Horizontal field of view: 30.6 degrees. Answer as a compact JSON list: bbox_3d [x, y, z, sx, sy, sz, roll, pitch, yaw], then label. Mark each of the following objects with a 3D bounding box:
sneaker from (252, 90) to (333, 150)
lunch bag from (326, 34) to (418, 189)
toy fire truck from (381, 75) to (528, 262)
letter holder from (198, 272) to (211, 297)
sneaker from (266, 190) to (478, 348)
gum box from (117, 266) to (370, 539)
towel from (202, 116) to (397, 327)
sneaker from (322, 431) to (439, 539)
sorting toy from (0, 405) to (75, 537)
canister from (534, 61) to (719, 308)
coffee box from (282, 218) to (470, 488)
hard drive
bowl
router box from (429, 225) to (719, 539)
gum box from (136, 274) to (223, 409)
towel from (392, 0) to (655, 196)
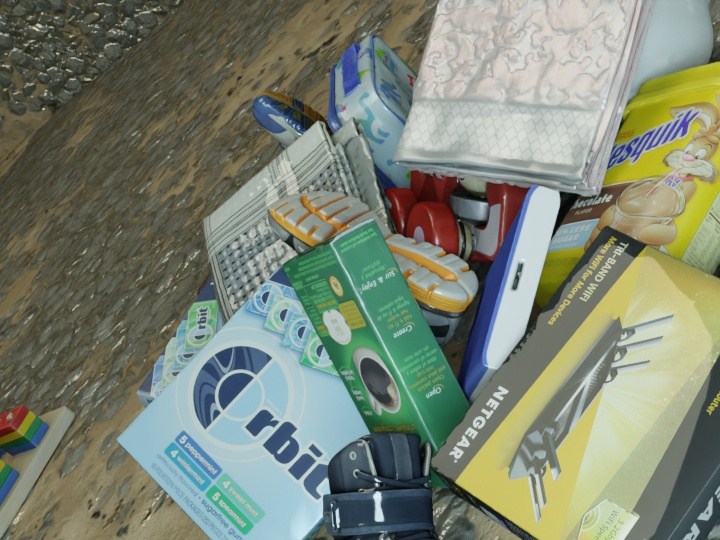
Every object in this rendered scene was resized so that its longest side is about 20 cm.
[{"bbox_3d":[-0.048,-0.108,1.416,0.088,0.200,0.075,-44,19,24],"label":"sneaker"},{"bbox_3d":[0.035,-0.157,1.402,0.082,0.161,0.200,-37,25,18],"label":"lunch bag"},{"bbox_3d":[0.089,-0.085,1.144,0.200,0.112,0.169,-151,60,-68],"label":"toy fire truck"},{"bbox_3d":[-0.060,-0.019,1.358,0.200,0.142,0.101,-42,23,9],"label":"letter holder"},{"bbox_3d":[0.000,0.000,1.078,0.078,0.200,0.078,-30,-37,-44],"label":"sneaker"},{"bbox_3d":[-0.071,0.128,1.092,0.200,0.170,0.045,-47,-12,-1],"label":"gum box"},{"bbox_3d":[-0.059,-0.029,1.194,0.200,0.035,0.193,-35,47,20],"label":"towel"},{"bbox_3d":[0.039,0.179,0.869,0.202,0.077,0.147,-12,72,54],"label":"sneaker"},{"bbox_3d":[-0.497,0.265,1.737,0.198,0.070,0.200,-23,32,44],"label":"sorting toy"},{"bbox_3d":[0.225,-0.049,0.988,0.200,0.086,0.148,-56,22,-19],"label":"canister"},{"bbox_3d":[0.019,0.066,0.986,0.044,0.201,0.123,-29,2,-22],"label":"coffee box"},{"bbox_3d":[0.103,0.033,0.968,0.200,0.025,0.133,99,-172,-73],"label":"hard drive"},{"bbox_3d":[0.222,-0.168,1.132,0.201,0.201,0.091,-30,72,33],"label":"bowl"},{"bbox_3d":[0.163,0.089,0.815,0.157,0.052,0.200,29,76,37],"label":"router box"},{"bbox_3d":[-0.077,0.083,1.210,0.199,0.045,0.170,14,57,23],"label":"gum box"},{"bbox_3d":[0.126,-0.161,1.043,0.199,0.032,0.192,11,81,41],"label":"towel"}]
